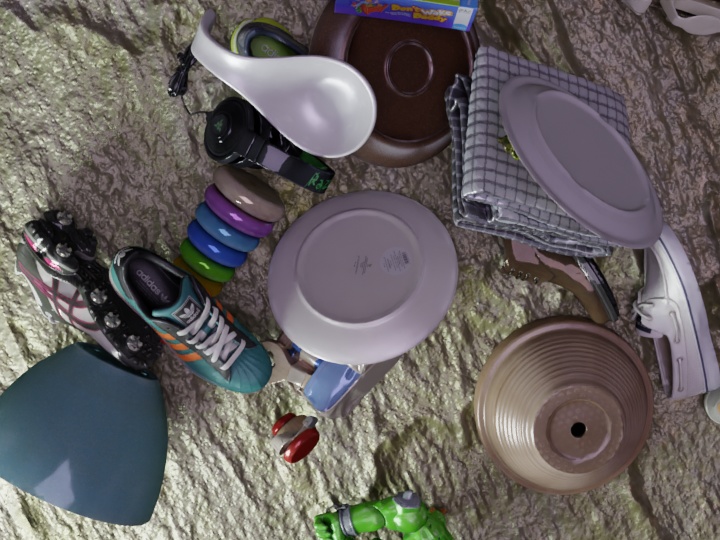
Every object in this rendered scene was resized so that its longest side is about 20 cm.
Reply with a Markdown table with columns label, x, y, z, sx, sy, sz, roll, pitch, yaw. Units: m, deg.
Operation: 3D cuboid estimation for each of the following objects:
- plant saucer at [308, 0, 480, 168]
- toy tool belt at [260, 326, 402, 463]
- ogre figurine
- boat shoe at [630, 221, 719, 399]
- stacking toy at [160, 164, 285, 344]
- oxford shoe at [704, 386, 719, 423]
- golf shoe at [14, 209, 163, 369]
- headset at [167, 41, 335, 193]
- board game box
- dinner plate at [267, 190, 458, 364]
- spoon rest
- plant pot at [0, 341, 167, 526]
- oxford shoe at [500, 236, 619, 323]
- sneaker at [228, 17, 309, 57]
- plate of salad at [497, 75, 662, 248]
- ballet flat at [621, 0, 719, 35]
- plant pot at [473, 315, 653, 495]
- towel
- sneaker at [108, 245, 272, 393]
| label | x | y | z | sx | sy | sz | roll | pitch | yaw |
| --- | --- | --- | --- | --- | --- | --- | --- | --- | --- |
| plant saucer | 0.044 | -0.203 | 1.143 | 0.199 | 0.032 | 0.202 | -5 | 101 | -27 |
| toy tool belt | -0.045 | 0.091 | 1.209 | 0.200 | 0.125 | 0.123 | -48 | 68 | 4 |
| ogre figurine | 0.052 | 0.320 | 1.257 | 0.120 | 0.098 | 0.201 | -34 | 90 | 17 |
| boat shoe | 0.328 | 0.047 | 1.227 | 0.069 | 0.071 | 0.201 | -20 | 108 | -1 |
| stacking toy | -0.164 | -0.008 | 1.192 | 0.085 | 0.085 | 0.201 | 33 | 102 | -8 |
| oxford shoe | 0.464 | 0.100 | 1.247 | 0.200 | 0.058 | 0.075 | -43 | 97 | 5 |
| golf shoe | -0.282 | 0.031 | 1.185 | 0.200 | 0.077 | 0.088 | 49 | 126 | 11 |
| headset | -0.109 | -0.149 | 1.147 | 0.199 | 0.123 | 0.094 | 31 | 99 | 13 |
| board game box | 0.052 | -0.340 | 1.103 | 0.133 | 0.045 | 0.202 | 7 | 74 | -3 |
| dinner plate | 0.000 | 0.000 | 1.163 | 0.198 | 0.024 | 0.202 | -3 | 62 | 7 |
| spoon rest | -0.077 | -0.178 | 1.083 | 0.199 | 0.061 | 0.100 | 29 | 121 | 6 |
| plant pot | -0.278 | 0.153 | 1.167 | 0.199 | 0.200 | 0.136 | 25 | 89 | -7 |
| oxford shoe | 0.194 | -0.012 | 1.210 | 0.084 | 0.073 | 0.200 | -43 | 88 | 9 |
| sneaker | -0.049 | -0.183 | 1.157 | 0.199 | 0.081 | 0.074 | 32 | 99 | -8 |
| plate of salad | 0.198 | -0.096 | 1.048 | 0.200 | 0.200 | 0.048 | 39 | 127 | -9 |
| ballet flat | 0.314 | -0.282 | 1.151 | 0.198 | 0.068 | 0.076 | 17 | 63 | -8 |
| plant pot | 0.227 | 0.157 | 1.232 | 0.199 | 0.093 | 0.203 | -1 | 102 | -3 |
| towel | 0.174 | -0.109 | 1.129 | 0.199 | 0.085 | 0.167 | 12 | 70 | -25 |
| sneaker | -0.168 | 0.052 | 1.126 | 0.200 | 0.080 | 0.072 | 40 | 79 | -7 |
